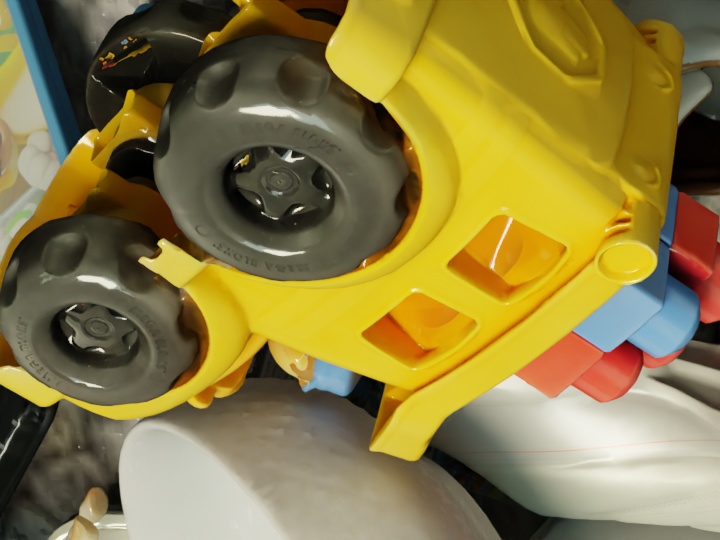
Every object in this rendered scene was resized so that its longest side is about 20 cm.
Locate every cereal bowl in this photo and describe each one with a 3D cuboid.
[{"bbox_3d":[0.002,0.121,0.820,0.083,0.200,0.201,-26,120,-21],"label":"cereal bowl"}]

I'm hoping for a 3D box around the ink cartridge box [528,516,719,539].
[{"bbox_3d":[0.129,0.184,0.877,0.145,0.087,0.201,21,131,28],"label":"ink cartridge box"}]

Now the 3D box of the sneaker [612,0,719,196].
[{"bbox_3d":[0.071,-0.072,0.777,0.199,0.085,0.073,17,124,5],"label":"sneaker"}]

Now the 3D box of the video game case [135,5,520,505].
[{"bbox_3d":[0.000,0.000,0.866,0.199,0.018,0.144,18,122,2],"label":"video game case"}]

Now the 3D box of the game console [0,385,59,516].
[{"bbox_3d":[-0.221,0.073,0.876,0.116,0.176,0.200,25,99,-33],"label":"game console"}]

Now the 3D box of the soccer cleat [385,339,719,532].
[{"bbox_3d":[0.103,0.058,0.823,0.199,0.069,0.078,20,128,8],"label":"soccer cleat"}]

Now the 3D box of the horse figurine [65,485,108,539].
[{"bbox_3d":[-0.147,0.118,0.907,0.050,0.200,0.133,18,108,-45],"label":"horse figurine"}]

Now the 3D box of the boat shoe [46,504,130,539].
[{"bbox_3d":[-0.023,0.126,0.940,0.199,0.062,0.073,8,89,2],"label":"boat shoe"}]

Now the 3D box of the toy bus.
[{"bbox_3d":[0.011,-0.012,0.729,0.192,0.136,0.200,34,130,-20],"label":"toy bus"}]

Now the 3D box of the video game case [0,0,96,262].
[{"bbox_3d":[-0.182,-0.008,0.849,0.199,0.018,0.144,-27,71,19],"label":"video game case"}]
